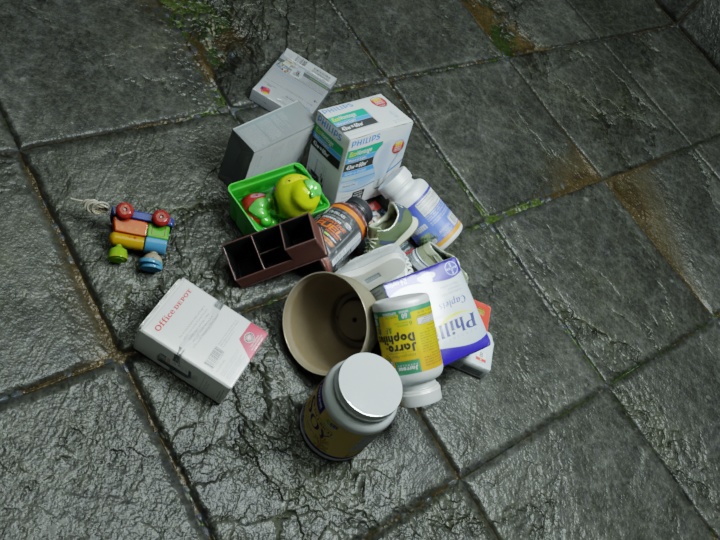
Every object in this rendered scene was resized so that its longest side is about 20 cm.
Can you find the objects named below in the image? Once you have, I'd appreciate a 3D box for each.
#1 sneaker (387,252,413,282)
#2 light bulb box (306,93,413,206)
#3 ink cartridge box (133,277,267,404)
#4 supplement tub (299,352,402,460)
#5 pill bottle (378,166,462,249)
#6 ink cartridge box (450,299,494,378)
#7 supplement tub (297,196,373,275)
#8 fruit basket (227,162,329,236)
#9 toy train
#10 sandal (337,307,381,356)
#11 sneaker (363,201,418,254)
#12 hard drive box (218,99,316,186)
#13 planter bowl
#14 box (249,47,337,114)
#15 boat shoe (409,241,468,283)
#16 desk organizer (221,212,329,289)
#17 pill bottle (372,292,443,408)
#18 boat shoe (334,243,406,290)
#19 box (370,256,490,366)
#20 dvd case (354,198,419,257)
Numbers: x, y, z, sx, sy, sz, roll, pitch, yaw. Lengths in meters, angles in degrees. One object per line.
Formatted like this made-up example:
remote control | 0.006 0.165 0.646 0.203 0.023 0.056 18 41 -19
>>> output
sneaker | 0.072 0.040 1.674 0.081 0.075 0.201 5 62 -23
light bulb box | -0.007 -0.273 1.767 0.198 0.201 0.125 -23 55 -35
ink cartridge box | -0.300 0.131 1.436 0.199 0.085 0.146 35 50 -3
supplement tub | -0.018 0.251 1.413 0.145 0.200 0.146 13 53 -17
pill bottle | 0.135 -0.141 1.783 0.200 0.112 0.112 47 49 -11
ink cartridge box | 0.225 0.123 1.718 0.161 0.050 0.201 24 54 -10
supplement tub | -0.056 -0.077 1.669 0.107 0.107 0.200 39 57 4
fruit basket | -0.162 -0.156 1.626 0.215 0.216 0.156 -25 71 -36
toy train | -0.474 -0.068 1.499 0.199 0.085 0.116 11 67 -19
sandal | 0.029 0.138 1.612 0.075 0.048 0.201 -30 75 -37
sneaker | 0.036 -0.064 1.676 0.200 0.067 0.090 -50 129 -4
hard drive box | -0.206 -0.272 1.713 0.077 0.156 0.200 47 50 12
planter bowl | -0.038 0.102 1.531 0.134 0.200 0.201 -1 54 -59
box | -0.167 -0.460 1.936 0.155 0.041 0.201 30 49 -4
boat shoe | 0.193 -0.006 1.738 0.199 0.062 0.072 24 40 -45
desk organizer | -0.174 -0.041 1.550 0.199 0.077 0.072 -20 61 8
pill bottle | 0.093 0.149 1.440 0.112 0.113 0.201 -13 93 -32
boat shoe | 0.000 0.000 1.626 0.072 0.199 0.069 49 20 -36
box | 0.143 0.100 1.585 0.183 0.105 0.201 -20 84 -22
dvd case | 0.028 -0.086 1.785 0.200 0.022 0.146 46 51 10
